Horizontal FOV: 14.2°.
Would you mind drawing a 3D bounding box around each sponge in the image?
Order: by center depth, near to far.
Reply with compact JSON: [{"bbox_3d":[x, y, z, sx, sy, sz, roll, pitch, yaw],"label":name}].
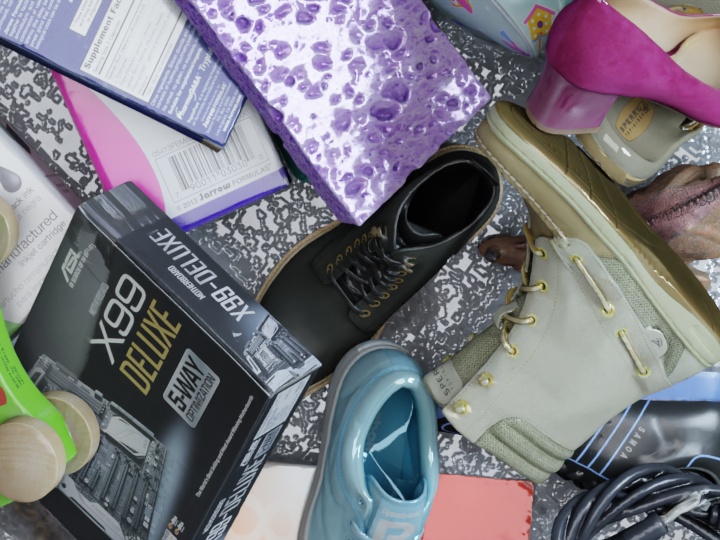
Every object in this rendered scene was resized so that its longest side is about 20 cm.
[{"bbox_3d":[-0.024,-0.137,1.603,0.112,0.030,0.200,-43,113,-15],"label":"sponge"}]

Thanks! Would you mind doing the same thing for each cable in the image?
[{"bbox_3d":[0.167,0.214,1.692,0.162,0.051,0.201,12,108,-20],"label":"cable"}]

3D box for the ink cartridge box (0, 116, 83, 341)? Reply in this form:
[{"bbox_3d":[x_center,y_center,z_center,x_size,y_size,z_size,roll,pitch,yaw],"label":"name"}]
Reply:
[{"bbox_3d":[-0.265,-0.040,1.694,0.145,0.084,0.200,-44,92,2],"label":"ink cartridge box"}]

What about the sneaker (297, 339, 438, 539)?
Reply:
[{"bbox_3d":[0.006,0.144,1.661,0.073,0.082,0.201,-1,99,-13],"label":"sneaker"}]

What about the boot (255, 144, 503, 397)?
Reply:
[{"bbox_3d":[0.000,0.000,1.668,0.077,0.138,0.200,42,92,-1],"label":"boot"}]

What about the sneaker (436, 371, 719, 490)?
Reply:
[{"bbox_3d":[0.129,0.098,1.705,0.199,0.070,0.078,0,87,0],"label":"sneaker"}]

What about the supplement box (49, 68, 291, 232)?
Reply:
[{"bbox_3d":[-0.125,-0.121,1.683,0.101,0.103,0.201,-24,93,0],"label":"supplement box"}]

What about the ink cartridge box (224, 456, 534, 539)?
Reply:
[{"bbox_3d":[-0.002,0.198,1.719,0.199,0.050,0.163,5,92,3],"label":"ink cartridge box"}]

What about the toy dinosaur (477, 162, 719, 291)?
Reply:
[{"bbox_3d":[0.170,-0.024,1.664,0.135,0.200,0.086,1,62,-37],"label":"toy dinosaur"}]

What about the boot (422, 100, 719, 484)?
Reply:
[{"bbox_3d":[0.091,0.016,1.600,0.154,0.072,0.200,-37,113,17],"label":"boot"}]

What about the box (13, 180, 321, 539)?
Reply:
[{"bbox_3d":[-0.124,0.073,1.640,0.158,0.050,0.200,43,131,16],"label":"box"}]

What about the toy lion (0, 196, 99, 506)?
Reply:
[{"bbox_3d":[-0.268,0.048,1.628,0.191,0.069,0.201,-18,99,23],"label":"toy lion"}]

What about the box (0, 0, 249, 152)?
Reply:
[{"bbox_3d":[-0.141,-0.164,1.612,0.199,0.032,0.122,26,86,-7],"label":"box"}]

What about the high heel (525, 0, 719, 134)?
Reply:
[{"bbox_3d":[0.186,-0.125,1.564,0.199,0.096,0.068,-16,60,-32],"label":"high heel"}]

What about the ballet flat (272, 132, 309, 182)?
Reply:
[{"bbox_3d":[-0.042,-0.153,1.705,0.067,0.067,0.201,-24,90,-20],"label":"ballet flat"}]

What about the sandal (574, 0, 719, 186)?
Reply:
[{"bbox_3d":[0.178,-0.117,1.649,0.080,0.200,0.054,43,128,-5],"label":"sandal"}]

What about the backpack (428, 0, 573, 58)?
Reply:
[{"bbox_3d":[0.082,-0.217,1.632,0.153,0.200,0.176,-44,103,5],"label":"backpack"}]
